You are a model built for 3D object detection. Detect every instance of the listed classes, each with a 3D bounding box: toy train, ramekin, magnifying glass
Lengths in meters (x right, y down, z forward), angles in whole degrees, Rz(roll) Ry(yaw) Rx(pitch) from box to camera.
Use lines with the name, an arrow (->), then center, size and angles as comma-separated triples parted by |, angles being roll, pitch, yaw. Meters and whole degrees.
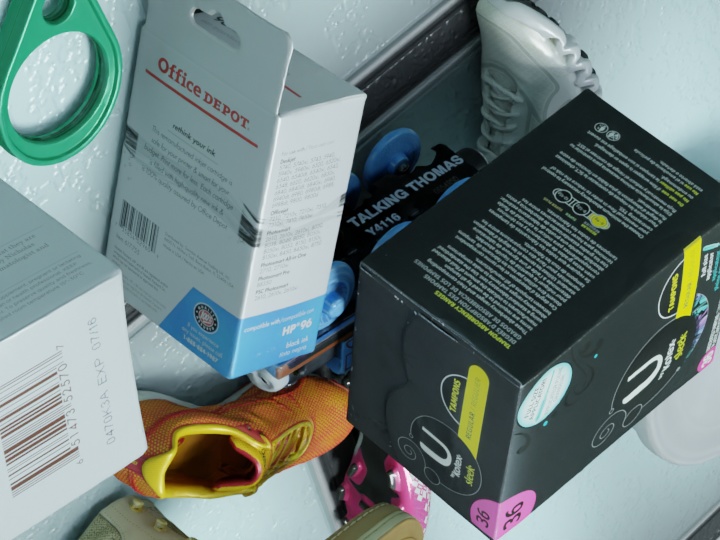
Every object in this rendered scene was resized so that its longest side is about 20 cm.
toy train -> 0.000, 0.000, 1.507 | 0.200, 0.087, 0.115 | -33, 144, -29
ramekin -> 0.237, 0.027, 1.787 | 0.202, 0.094, 0.203 | -29, 137, -31
magnifying glass -> -0.155, -0.142, 1.275 | 0.079, 0.022, 0.201 | -25, 136, -35

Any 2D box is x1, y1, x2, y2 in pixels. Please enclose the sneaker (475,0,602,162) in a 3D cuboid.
sneaker -> 0.105, -0.095, 1.567 | 0.081, 0.075, 0.200 | -38, 141, -9

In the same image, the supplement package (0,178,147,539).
supplement package -> -0.208, 0.023, 1.186 | 0.117, 0.200, 0.117 | -32, 138, -28

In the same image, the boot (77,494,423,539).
boot -> -0.077, 0.175, 1.489 | 0.200, 0.155, 0.073 | -41, 143, -8

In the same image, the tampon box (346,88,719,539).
tampon box -> 0.106, 0.025, 1.473 | 0.200, 0.126, 0.150 | -37, 151, -29

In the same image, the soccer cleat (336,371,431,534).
soccer cleat -> 0.035, 0.105, 1.636 | 0.086, 0.070, 0.201 | -28, 135, -32

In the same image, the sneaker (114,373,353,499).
sneaker -> -0.069, 0.107, 1.516 | 0.200, 0.077, 0.073 | -10, 123, -46

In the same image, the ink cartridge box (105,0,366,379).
ink cartridge box -> -0.066, -0.060, 1.355 | 0.068, 0.116, 0.201 | -16, 129, -42
